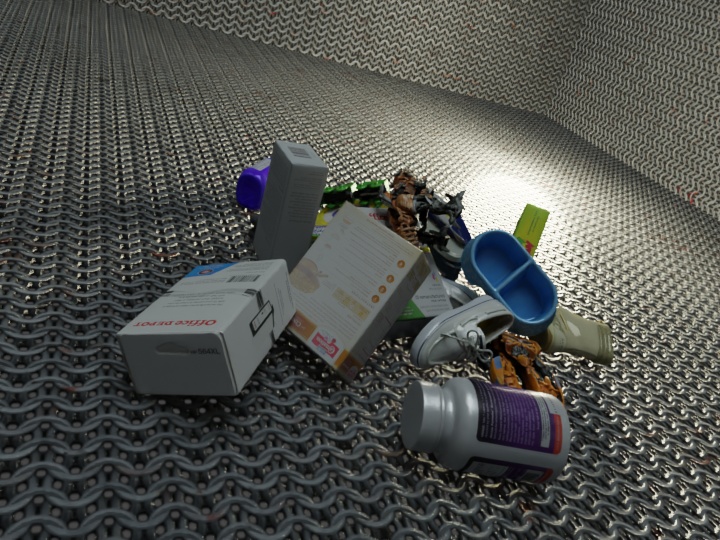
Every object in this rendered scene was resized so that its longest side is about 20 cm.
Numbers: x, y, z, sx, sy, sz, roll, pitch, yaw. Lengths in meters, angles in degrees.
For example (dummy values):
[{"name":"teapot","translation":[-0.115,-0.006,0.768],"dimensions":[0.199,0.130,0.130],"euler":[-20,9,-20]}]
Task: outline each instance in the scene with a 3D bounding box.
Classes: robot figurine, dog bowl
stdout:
[{"name":"robot figurine","translation":[0.254,0.165,0.966],"dimensions":[0.141,0.060,0.202],"euler":[18,27,-8]},{"name":"dog bowl","translation":[0.258,0.015,1.048],"dimensions":[0.202,0.110,0.050],"euler":[52,-7,12]}]

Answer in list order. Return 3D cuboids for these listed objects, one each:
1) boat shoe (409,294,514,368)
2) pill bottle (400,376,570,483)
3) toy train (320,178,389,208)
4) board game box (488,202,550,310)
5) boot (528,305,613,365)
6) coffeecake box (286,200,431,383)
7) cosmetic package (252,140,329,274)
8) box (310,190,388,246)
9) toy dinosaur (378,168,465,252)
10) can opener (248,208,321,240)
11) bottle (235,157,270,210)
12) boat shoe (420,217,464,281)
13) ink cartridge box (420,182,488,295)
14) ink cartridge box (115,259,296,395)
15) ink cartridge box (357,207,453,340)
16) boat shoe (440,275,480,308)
[{"name":"boat shoe","translation":[0.170,0.109,0.960],"dimensions":[0.198,0.077,0.085],"euler":[-22,35,-33]},{"name":"pill bottle","translation":[0.154,0.199,0.778],"dimensions":[0.194,0.114,0.112],"euler":[13,27,-14]},{"name":"toy train","translation":[-0.036,-0.145,1.165],"dimensions":[0.194,0.043,0.057],"euler":[-3,23,21]},{"name":"board game box","translation":[0.285,-0.010,1.132],"dimensions":[0.046,0.205,0.102],"euler":[22,-13,10]},{"name":"boot","translation":[0.387,0.094,1.171],"dimensions":[0.151,0.074,0.202],"euler":[14,29,-10]},{"name":"coffeecake box","translation":[-0.018,0.028,0.884],"dimensions":[0.152,0.202,0.073],"euler":[34,-10,28]},{"name":"cosmetic package","translation":[-0.123,-0.105,1.053],"dimensions":[0.069,0.205,0.102],"euler":[3,30,-29]},{"name":"box","translation":[-0.035,-0.083,1.147],"dimensions":[0.114,0.049,0.201],"euler":[5,40,32]},{"name":"toy dinosaur","translation":[0.088,-0.087,0.989],"dimensions":[0.132,0.103,0.205],"euler":[16,60,-9]},{"name":"can opener","translation":[-0.129,-0.093,1.191],"dimensions":[0.066,0.055,0.198],"euler":[26,28,26]},{"name":"bottle","translation":[-0.196,-0.194,1.300],"dimensions":[0.064,0.086,0.201],"euler":[21,28,7]},{"name":"boat shoe","translation":[0.130,-0.053,1.171],"dimensions":[0.073,0.063,0.200],"euler":[-8,37,-36]},{"name":"ink cartridge box","translation":[0.196,-0.061,1.238],"dimensions":[0.200,0.047,0.199],"euler":[48,-5,46]},{"name":"ink cartridge box","translation":[-0.183,0.066,0.772],"dimensions":[0.141,0.087,0.201],"euler":[-3,24,18]},{"name":"ink cartridge box","translation":[0.050,0.003,1.009],"dimensions":[0.141,0.084,0.205],"euler":[-1,62,-37]},{"name":"boat shoe","translation":[0.135,0.049,1.106],"dimensions":[0.197,0.075,0.065],"euler":[30,45,24]}]
